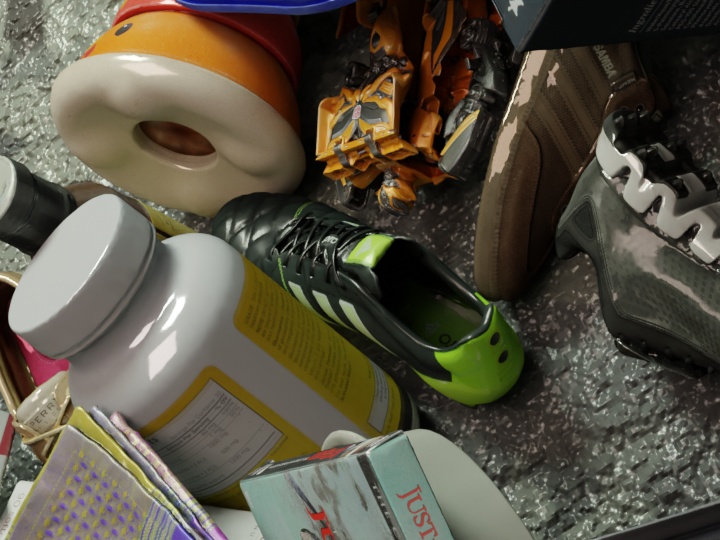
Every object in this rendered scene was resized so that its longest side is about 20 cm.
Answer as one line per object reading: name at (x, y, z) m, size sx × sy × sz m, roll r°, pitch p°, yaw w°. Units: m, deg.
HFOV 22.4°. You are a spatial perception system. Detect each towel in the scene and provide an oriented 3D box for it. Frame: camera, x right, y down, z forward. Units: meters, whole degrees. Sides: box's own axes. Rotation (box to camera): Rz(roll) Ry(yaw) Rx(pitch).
towel at (-0.102, 0.172, 0.810) m, size 0.200 × 0.023 × 0.144 m, roll 44°, pitch 108°, yaw 34°

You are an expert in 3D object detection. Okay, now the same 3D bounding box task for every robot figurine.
robot figurine at (0.029, -0.127, 0.958) m, size 0.145 × 0.058 × 0.201 m, roll -15°, pitch 58°, yaw 54°

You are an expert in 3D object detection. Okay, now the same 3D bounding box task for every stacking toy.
stacking toy at (-0.081, -0.144, 1.035) m, size 0.145 × 0.146 × 0.201 m, roll -2°, pitch 59°, yaw 31°

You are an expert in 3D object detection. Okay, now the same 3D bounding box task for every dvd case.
dvd case at (0.010, 0.141, 0.742) m, size 0.147 × 0.022 × 0.200 m, roll 66°, pitch 159°, yaw 1°

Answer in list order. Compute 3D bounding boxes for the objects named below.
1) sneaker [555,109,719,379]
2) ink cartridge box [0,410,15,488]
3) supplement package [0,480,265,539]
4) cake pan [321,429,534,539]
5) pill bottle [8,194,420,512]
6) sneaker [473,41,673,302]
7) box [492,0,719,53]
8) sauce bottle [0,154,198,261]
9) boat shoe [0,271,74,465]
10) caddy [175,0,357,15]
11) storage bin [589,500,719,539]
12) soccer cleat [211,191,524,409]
sneaker at (0.166, 0.021, 0.857) m, size 0.200 × 0.066 × 0.091 m, roll 49°, pitch 123°, yaw 20°
ink cartridge box at (-0.267, 0.180, 1.019) m, size 0.145 × 0.083 × 0.201 m, roll -115°, pitch 46°, yaw -75°
supplement package at (-0.099, 0.191, 0.916) m, size 0.199 × 0.117 × 0.117 m, roll 1°, pitch 53°, yaw 37°
cake pan at (0.045, 0.151, 0.757) m, size 0.037 × 0.201 × 0.201 m, roll -25°, pitch 59°, yaw -17°
pill bottle at (-0.072, 0.053, 0.903) m, size 0.112 × 0.200 × 0.112 m, roll -36°, pitch 30°, yaw 25°
sneaker at (0.113, -0.074, 0.910) m, size 0.075 × 0.070 × 0.201 m, roll 17°, pitch 97°, yaw 13°
box at (0.143, -0.195, 0.831) m, size 0.149 × 0.199 × 0.107 m, roll 66°, pitch 149°, yaw 25°
sauce bottle at (-0.129, -0.009, 0.964) m, size 0.064 × 0.200 × 0.065 m, roll -14°, pitch 63°, yaw 30°
boat shoe at (-0.170, 0.080, 1.047) m, size 0.074 × 0.069 × 0.200 m, roll -45°, pitch 59°, yaw 15°
caddy at (-0.033, -0.198, 0.931) m, size 0.199 × 0.105 × 0.142 m, roll 9°, pitch 59°, yaw 42°
storage bin at (0.172, 0.160, 0.758) m, size 0.199 × 0.146 × 0.135 m, roll -14°, pitch 77°, yaw -13°
soccer cleat at (0.000, 0.000, 0.942) m, size 0.199 × 0.081 × 0.068 m, roll 29°, pitch 68°, yaw 28°
